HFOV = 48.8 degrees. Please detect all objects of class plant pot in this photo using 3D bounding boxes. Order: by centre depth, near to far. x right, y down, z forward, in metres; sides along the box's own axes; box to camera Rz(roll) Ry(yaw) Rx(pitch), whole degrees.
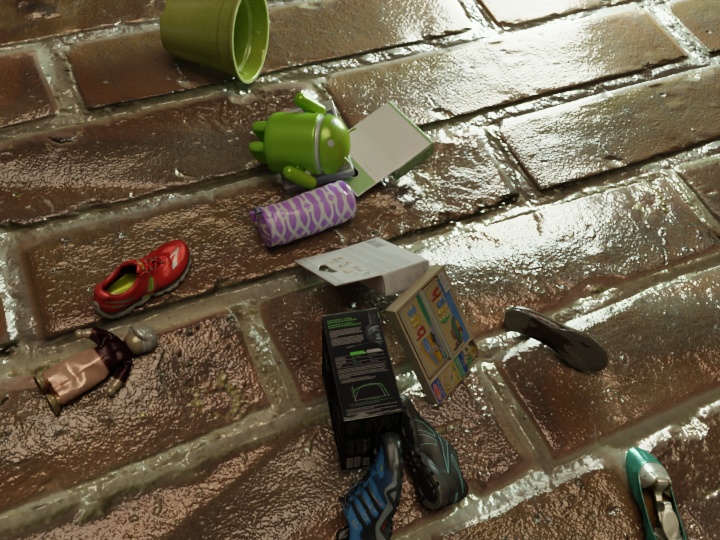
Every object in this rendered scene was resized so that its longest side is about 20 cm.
[{"bbox_3d":[-0.316,-0.512,1.691,0.184,0.201,0.201,10,54,12],"label":"plant pot"}]

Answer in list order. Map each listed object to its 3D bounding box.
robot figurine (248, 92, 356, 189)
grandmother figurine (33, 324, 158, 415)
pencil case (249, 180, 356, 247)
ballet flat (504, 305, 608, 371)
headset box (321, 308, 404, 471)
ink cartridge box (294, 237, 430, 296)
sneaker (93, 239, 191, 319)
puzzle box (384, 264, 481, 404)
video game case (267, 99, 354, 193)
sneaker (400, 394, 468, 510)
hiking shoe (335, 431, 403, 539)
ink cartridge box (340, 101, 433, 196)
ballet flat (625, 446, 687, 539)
[{"bbox_3d":[-0.110,-0.245,1.532,0.199,0.116,0.176,4,74,12],"label":"robot figurine"},{"bbox_3d":[-0.422,0.145,1.288,0.200,0.061,0.122,-29,92,-29],"label":"grandmother figurine"},{"bbox_3d":[-0.106,-0.109,1.502,0.200,0.084,0.085,-18,37,-22],"label":"pencil case"},{"bbox_3d":[0.354,0.119,1.436,0.200,0.068,0.046,26,23,12],"label":"ballet flat"},{"bbox_3d":[-0.004,0.182,1.247,0.092,0.174,0.200,-8,52,-9],"label":"headset box"},{"bbox_3d":[0.000,0.000,1.391,0.176,0.045,0.200,-16,19,-20],"label":"ink cartridge box"},{"bbox_3d":[-0.372,0.006,1.371,0.077,0.085,0.200,38,58,16],"label":"sneaker"},{"bbox_3d":[0.126,0.108,1.335,0.133,0.200,0.025,-42,29,-30],"label":"puzzle box"},{"bbox_3d":[-0.104,-0.255,1.617,0.143,0.018,0.200,-15,58,-1],"label":"video game case"},{"bbox_3d":[0.104,0.289,1.276,0.079,0.075,0.200,0,52,-37],"label":"sneaker"},{"bbox_3d":[0.013,0.331,1.161,0.086,0.074,0.201,10,96,0],"label":"hiking shoe"},{"bbox_3d":[0.031,-0.243,1.635,0.200,0.048,0.146,-37,67,-12],"label":"ink cartridge box"},{"bbox_3d":[0.479,0.368,1.270,0.067,0.070,0.200,2,55,-8],"label":"ballet flat"}]
